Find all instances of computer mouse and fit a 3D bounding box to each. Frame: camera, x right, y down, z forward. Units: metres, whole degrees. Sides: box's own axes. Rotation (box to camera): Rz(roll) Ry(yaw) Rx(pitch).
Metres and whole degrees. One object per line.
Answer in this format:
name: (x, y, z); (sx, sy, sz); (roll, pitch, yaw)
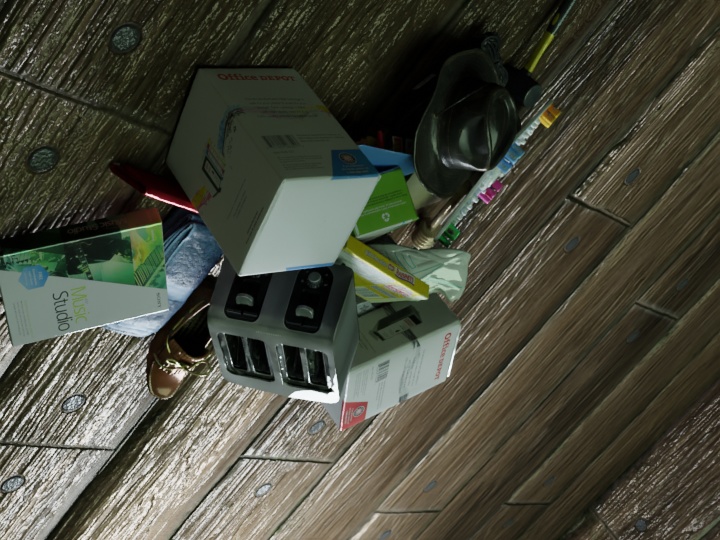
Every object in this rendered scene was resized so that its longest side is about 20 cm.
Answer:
computer mouse: (0.119, -0.239, 1.535); (0.200, 0.046, 0.140); (-43, 153, -1)

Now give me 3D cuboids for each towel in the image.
towel: (-0.250, 0.005, 1.451); (0.200, 0.049, 0.111); (-48, 148, 14)

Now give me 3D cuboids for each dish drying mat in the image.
dish drying mat: (-0.210, -0.088, 1.352); (0.199, 0.076, 0.018); (20, 102, -54)

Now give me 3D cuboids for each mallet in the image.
mallet: (0.268, -0.321, 1.559); (0.041, 0.066, 0.201); (8, 125, -52)

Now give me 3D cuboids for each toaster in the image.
toaster: (-0.099, 0.076, 1.487); (0.201, 0.178, 0.120); (86, 18, -53)

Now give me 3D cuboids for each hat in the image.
hat: (0.156, -0.184, 1.458); (0.200, 0.080, 0.203); (-30, 131, -43)

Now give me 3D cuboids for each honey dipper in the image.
honey dipper: (0.125, -0.087, 1.666); (0.038, 0.038, 0.200); (-22, 165, -25)

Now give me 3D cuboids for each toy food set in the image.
toy food set: (0.128, -0.161, 1.610); (0.198, 0.061, 0.144); (-22, 162, -35)

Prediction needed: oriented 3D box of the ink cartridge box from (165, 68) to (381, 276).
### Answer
ink cartridge box: (-0.107, -0.119, 1.298); (0.146, 0.201, 0.146); (-7, 139, -41)

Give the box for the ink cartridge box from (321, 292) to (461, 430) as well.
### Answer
ink cartridge box: (0.038, 0.129, 1.650); (0.198, 0.083, 0.148); (-22, 143, -25)

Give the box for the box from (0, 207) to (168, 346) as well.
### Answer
box: (-0.332, 0.008, 1.337); (0.197, 0.036, 0.146); (-15, 135, -19)

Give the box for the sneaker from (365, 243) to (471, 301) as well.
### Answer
sneaker: (0.060, 0.002, 1.610); (0.197, 0.082, 0.070); (5, 179, -3)

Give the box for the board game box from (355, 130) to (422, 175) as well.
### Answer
board game box: (-0.010, -0.155, 1.468); (0.157, 0.040, 0.198); (-13, 168, 42)

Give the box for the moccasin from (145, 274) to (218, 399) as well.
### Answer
moccasin: (-0.239, 0.102, 1.543); (0.073, 0.078, 0.202); (21, 117, -34)

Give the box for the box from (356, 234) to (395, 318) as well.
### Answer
box: (-0.019, 0.049, 1.680); (0.198, 0.115, 0.133); (-18, 143, -31)

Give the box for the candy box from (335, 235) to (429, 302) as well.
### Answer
candy box: (0.000, 0.000, 1.508); (0.101, 0.027, 0.199); (-7, 156, 35)

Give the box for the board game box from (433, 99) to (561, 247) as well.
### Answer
board game box: (0.202, -0.140, 1.626); (0.201, 0.026, 0.200); (-54, 174, 39)

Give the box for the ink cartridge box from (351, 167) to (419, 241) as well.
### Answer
ink cartridge box: (-0.046, -0.062, 1.489); (0.198, 0.077, 0.147); (-20, 179, -28)
